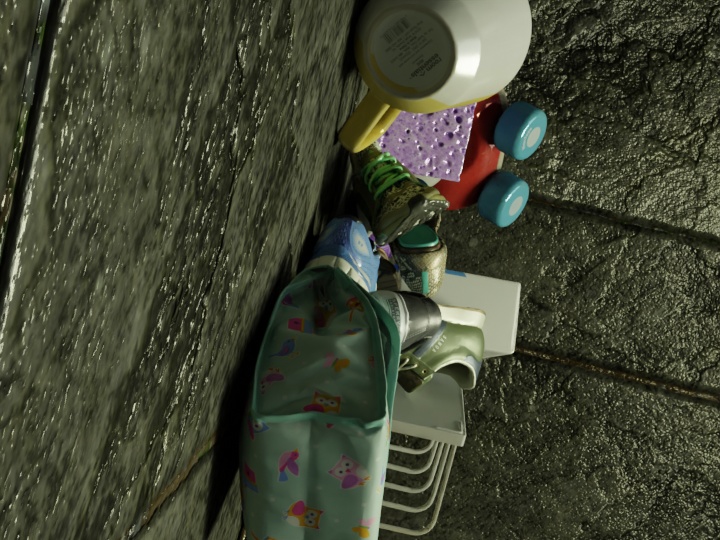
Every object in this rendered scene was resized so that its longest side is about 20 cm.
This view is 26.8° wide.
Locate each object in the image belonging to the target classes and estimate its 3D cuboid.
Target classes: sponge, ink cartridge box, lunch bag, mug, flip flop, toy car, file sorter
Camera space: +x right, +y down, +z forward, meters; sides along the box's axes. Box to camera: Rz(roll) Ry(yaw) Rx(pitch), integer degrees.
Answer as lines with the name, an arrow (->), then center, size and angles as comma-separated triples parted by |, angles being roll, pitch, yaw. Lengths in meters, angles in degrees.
sponge -> 0.070, -0.196, 1.556 | 0.030, 0.111, 0.201 | -149, -110, -67
ink cartridge box -> 0.078, 0.052, 1.720 | 0.200, 0.144, 0.084 | 157, -58, -73
lunch bag -> -0.033, 0.114, 1.192 | 0.200, 0.122, 0.171 | -90, -176, -56
mug -> 0.063, -0.189, 1.342 | 0.153, 0.149, 0.187 | -46, 144, -65
flip flop -> 0.000, 0.000, 1.546 | 0.200, 0.081, 0.058 | 53, 33, -85
toy car -> 0.067, -0.127, 1.663 | 0.200, 0.184, 0.177 | -30, 143, -41
file sorter -> 0.027, 0.172, 1.605 | 0.200, 0.138, 0.125 | -84, -172, -71

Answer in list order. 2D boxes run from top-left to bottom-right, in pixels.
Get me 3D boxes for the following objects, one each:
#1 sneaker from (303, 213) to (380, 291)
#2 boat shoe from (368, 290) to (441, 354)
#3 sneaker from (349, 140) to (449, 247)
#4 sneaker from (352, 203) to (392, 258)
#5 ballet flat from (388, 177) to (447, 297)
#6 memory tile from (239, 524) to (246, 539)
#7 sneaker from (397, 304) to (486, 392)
sneaker -> -0.010, 0.013, 1.407 | 0.200, 0.078, 0.089 | 93, 14, -64
boat shoe -> 0.006, 0.049, 1.298 | 0.200, 0.066, 0.070 | -26, -111, 62
sneaker -> 0.020, -0.080, 1.421 | 0.077, 0.089, 0.200 | -33, -168, -7
sneaker -> 0.011, -0.036, 1.678 | 0.084, 0.081, 0.200 | -59, 169, 2
ballet flat -> 0.052, -0.027, 1.517 | 0.200, 0.068, 0.075 | -100, -176, -66
memory tile -> -0.080, 0.182, 1.425 | 0.200, 0.017, 0.154 | -64, 167, -70
sneaker -> 0.047, 0.080, 1.550 | 0.067, 0.200, 0.090 | -15, -108, 56
